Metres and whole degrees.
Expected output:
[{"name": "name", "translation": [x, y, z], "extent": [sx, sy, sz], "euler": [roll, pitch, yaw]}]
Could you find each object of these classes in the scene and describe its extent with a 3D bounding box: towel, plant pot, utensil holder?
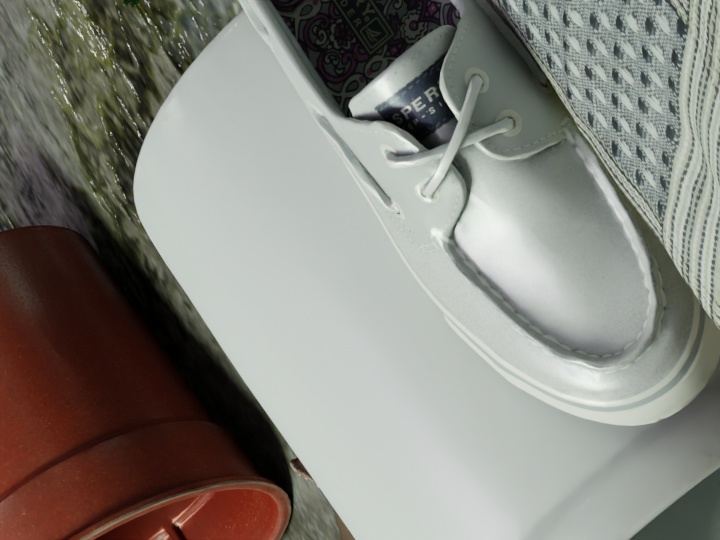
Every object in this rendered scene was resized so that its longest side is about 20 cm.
[{"name": "towel", "translation": [0.056, -0.080, 0.614], "extent": [0.193, 0.034, 0.200], "euler": [60, 169, 25]}, {"name": "plant pot", "translation": [-0.170, 0.095, 1.485], "extent": [0.196, 0.200, 0.201], "euler": [58, 163, 23]}, {"name": "utensil holder", "translation": [0.047, 0.012, 0.835], "extent": [0.200, 0.169, 0.170], "euler": [52, 160, 23]}]

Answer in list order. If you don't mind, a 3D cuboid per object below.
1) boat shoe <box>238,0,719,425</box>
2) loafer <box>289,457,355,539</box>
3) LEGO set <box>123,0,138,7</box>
[{"name": "boat shoe", "translation": [0.022, -0.044, 0.728], "extent": [0.201, 0.072, 0.068], "euler": [59, -167, 20]}, {"name": "loafer", "translation": [0.028, 0.117, 1.091], "extent": [0.073, 0.071, 0.200], "euler": [26, 168, 40]}, {"name": "LEGO set", "translation": [-0.190, -0.162, 1.168], "extent": [0.200, 0.154, 0.116], "euler": [47, 142, 7]}]
